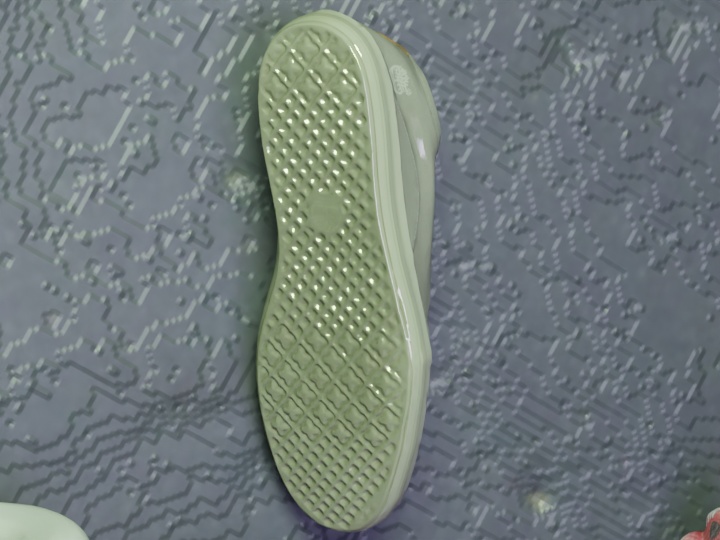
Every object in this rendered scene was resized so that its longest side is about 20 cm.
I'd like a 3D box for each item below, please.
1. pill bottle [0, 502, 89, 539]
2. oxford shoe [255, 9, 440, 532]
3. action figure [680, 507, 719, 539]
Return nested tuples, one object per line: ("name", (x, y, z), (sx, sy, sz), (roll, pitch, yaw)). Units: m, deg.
("pill bottle", (-0.139, 0.192, 1.007), (0.112, 0.112, 0.201), (-12, 104, -23))
("oxford shoe", (0.000, 0.000, 1.067), (0.058, 0.075, 0.201), (-23, 115, -58))
("action figure", (0.221, 0.104, 1.188), (0.199, 0.134, 0.149), (-9, 146, -11))
